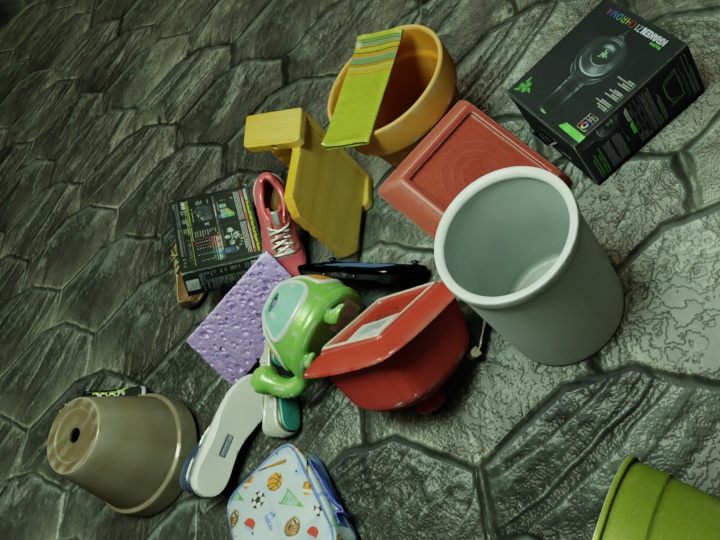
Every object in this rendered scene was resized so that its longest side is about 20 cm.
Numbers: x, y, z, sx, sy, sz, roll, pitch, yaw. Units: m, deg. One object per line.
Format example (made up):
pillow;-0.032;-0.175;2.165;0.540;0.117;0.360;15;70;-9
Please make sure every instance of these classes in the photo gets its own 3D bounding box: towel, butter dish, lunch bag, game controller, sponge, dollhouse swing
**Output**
towel;0.004;-0.267;1.102;0.085;0.018;0.202;-2;62;39
butter dish;0.060;0.119;0.986;0.199;0.149;0.199;-38;11;-37
lunch bag;-0.089;0.342;1.007;0.160;0.076;0.200;-43;43;5
game controller;0.000;0.000;1.139;0.199;0.104;0.043;2;87;40
sponge;-0.179;0.078;1.234;0.200;0.111;0.030;-47;1;3
dollhouse swing;-0.097;-0.127;1.228;0.180;0.200;0.177;2;64;40

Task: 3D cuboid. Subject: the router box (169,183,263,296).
router box;-0.256;-0.058;1.366;0.148;0.062;0.201;-14;48;-8

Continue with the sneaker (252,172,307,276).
sneaker;-0.140;-0.068;1.252;0.073;0.087;0.202;-16;87;-4

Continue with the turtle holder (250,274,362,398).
turtle holder;-0.078;0.094;1.107;0.131;0.140;0.187;29;115;29

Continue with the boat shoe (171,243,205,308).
boat shoe;-0.329;-0.026;1.444;0.075;0.074;0.202;-21;51;28

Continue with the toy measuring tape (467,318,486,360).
toy measuring tape;0.149;0.018;1.021;0.073;0.073;0.202;-2;62;39

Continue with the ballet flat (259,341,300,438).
ballet flat;-0.129;0.162;1.168;0.069;0.069;0.202;-21;55;28

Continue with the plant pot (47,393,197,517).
plant pot;-0.390;0.280;1.208;0.198;0.173;0.202;-14;61;27

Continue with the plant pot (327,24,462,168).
plant pot;0.080;-0.236;1.165;0.199;0.183;0.202;-20;52;28

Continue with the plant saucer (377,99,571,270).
plant saucer;0.159;-0.120;1.018;0.200;0.037;0.200;39;72;9

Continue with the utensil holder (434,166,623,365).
utensil holder;0.204;0.004;0.889;0.169;0.200;0.172;-18;53;26

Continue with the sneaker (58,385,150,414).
sneaker;-0.471;0.252;1.372;0.199;0.083;0.072;-22;51;26

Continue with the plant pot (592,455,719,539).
plant pot;0.305;0.289;0.649;0.191;0.200;0.202;13;71;31

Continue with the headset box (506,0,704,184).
headset box;0.323;-0.242;1.033;0.200;0.093;0.175;-42;44;10

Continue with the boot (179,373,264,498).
boot;-0.217;0.252;1.177;0.090;0.073;0.201;-16;40;55
